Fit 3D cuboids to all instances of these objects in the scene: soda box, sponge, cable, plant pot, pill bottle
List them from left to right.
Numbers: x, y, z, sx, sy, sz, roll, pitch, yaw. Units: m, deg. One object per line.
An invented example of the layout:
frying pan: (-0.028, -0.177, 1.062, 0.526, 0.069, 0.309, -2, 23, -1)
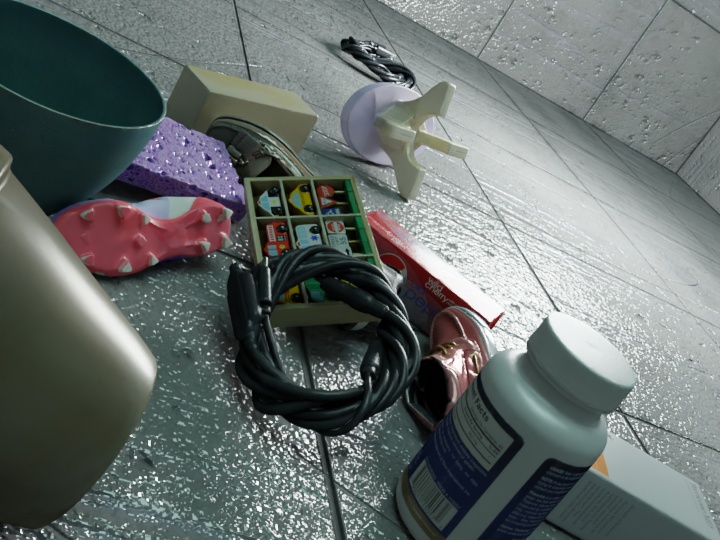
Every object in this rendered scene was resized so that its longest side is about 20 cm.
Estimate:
plant pot: (-0.213, 0.045, 0.469, 0.173, 0.200, 0.201, 42, 19, -22)
plant pot: (-0.284, -0.123, 0.735, 0.199, 0.135, 0.201, 27, 24, -13)
sponge: (-0.212, -0.124, 0.921, 0.199, 0.030, 0.112, 21, 35, -47)
cable: (-0.028, 0.060, 0.746, 0.161, 0.051, 0.201, 2, 42, -24)
cable: (0.037, -0.457, 1.930, 0.199, 0.051, 0.164, 12, 36, -46)
soda box: (0.070, 0.014, 1.024, 0.200, 0.064, 0.070, 40, 24, 12)
pill bottle: (0.122, 0.134, 0.684, 0.110, 0.201, 0.111, 28, 24, -14)

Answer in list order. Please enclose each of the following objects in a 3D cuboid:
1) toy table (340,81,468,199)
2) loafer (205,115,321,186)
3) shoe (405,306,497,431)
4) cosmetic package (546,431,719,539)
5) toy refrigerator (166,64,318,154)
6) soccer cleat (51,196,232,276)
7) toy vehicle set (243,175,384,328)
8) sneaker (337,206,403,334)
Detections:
toy table: (0.076, -0.217, 1.361, 0.199, 0.186, 0.117, -8, 29, -41)
loafer: (-0.105, -0.113, 1.042, 0.199, 0.072, 0.063, 36, 30, -3)
shoe: (0.090, 0.096, 0.881, 0.090, 0.072, 0.201, 27, 28, -29)
cosmetic package: (0.245, 0.217, 0.850, 0.199, 0.072, 0.102, 30, 23, -9)
toy refrigerator: (-0.155, -0.205, 1.139, 0.199, 0.076, 0.070, 1, 39, -51)
soccer cleat: (-0.203, -0.037, 0.787, 0.076, 0.068, 0.199, 11, 13, 36)
toy vehicle set: (-0.049, -0.026, 0.890, 0.123, 0.027, 0.201, -3, 44, -13)
sneaker: (0.000, 0.000, 0.960, 0.090, 0.067, 0.201, 24, 31, -33)
